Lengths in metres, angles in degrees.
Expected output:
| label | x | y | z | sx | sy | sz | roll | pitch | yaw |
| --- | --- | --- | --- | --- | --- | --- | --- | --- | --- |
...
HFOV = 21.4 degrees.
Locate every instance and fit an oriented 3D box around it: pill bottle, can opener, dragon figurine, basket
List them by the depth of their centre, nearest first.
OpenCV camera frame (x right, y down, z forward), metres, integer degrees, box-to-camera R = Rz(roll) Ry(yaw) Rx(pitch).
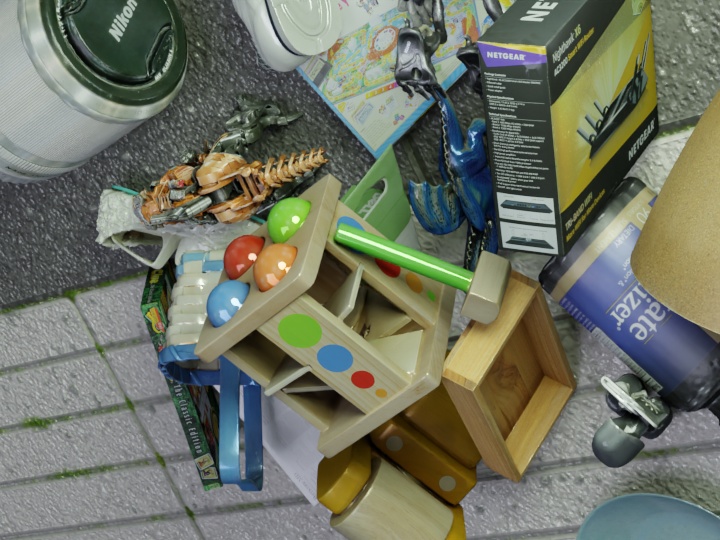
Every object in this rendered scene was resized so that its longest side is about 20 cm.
| label | x | y | z | sx | sy | sz | roll | pitch | yaw |
| --- | --- | --- | --- | --- | --- | --- | --- | --- | --- |
| pill bottle | 0.240 | 0.034 | 1.426 | 0.200 | 0.112 | 0.112 | 42 | 136 | 7 |
| can opener | 0.202 | 0.116 | 1.461 | 0.053 | 0.200 | 0.067 | 41 | 92 | 13 |
| dragon figurine | 0.078 | -0.064 | 1.479 | 0.059 | 0.100 | 0.200 | -3 | 135 | 37 |
| basket | -0.102 | 0.086 | 1.629 | 0.139 | 0.176 | 0.201 | 2 | 82 | 2 |

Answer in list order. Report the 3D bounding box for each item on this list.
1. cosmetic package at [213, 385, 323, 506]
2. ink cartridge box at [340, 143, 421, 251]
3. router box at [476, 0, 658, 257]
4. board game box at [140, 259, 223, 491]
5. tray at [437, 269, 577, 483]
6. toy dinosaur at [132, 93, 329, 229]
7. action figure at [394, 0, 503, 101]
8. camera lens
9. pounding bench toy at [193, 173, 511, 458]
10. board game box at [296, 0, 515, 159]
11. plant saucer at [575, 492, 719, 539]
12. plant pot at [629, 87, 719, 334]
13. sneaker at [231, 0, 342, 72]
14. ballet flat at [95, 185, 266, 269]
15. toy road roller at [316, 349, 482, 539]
| label | x | y | z | sx | sy | sz | roll | pitch | yaw |
| --- | --- | --- | --- | --- | --- | --- | --- | --- | --- |
| cosmetic package | -0.072 | 0.111 | 1.749 | 0.082 | 0.051 | 0.200 | -39 | 91 | 13 |
| ink cartridge box | 0.000 | 0.000 | 1.574 | 0.059 | 0.104 | 0.200 | 13 | 137 | 32 |
| router box | 0.149 | -0.126 | 1.325 | 0.052 | 0.200 | 0.158 | 7 | 124 | 27 |
| board game box | -0.165 | 0.098 | 1.801 | 0.023 | 0.105 | 0.201 | -15 | 114 | 3 |
| tray | 0.118 | 0.086 | 1.502 | 0.037 | 0.099 | 0.200 | 26 | 163 | 24 |
| toy dinosaur | -0.103 | -0.073 | 1.607 | 0.199 | 0.136 | 0.102 | 12 | 125 | 32 |
| action figure | 0.077 | -0.205 | 1.362 | 0.118 | 0.201 | 0.102 | 0 | 145 | 17 |
| camera lens | -0.258 | -0.176 | 1.640 | 0.200 | 0.160 | 0.160 | -27 | 100 | 45 |
| pounding bench toy | -0.005 | 0.011 | 1.423 | 0.156 | 0.124 | 0.200 | 39 | 127 | -20 |
| board game box | 0.028 | -0.194 | 1.494 | 0.135 | 0.034 | 0.200 | 48 | 136 | 1 |
| plant saucer | 0.277 | 0.263 | 1.606 | 0.200 | 0.039 | 0.202 | 20 | 128 | 27 |
| plant pot | 0.299 | -0.071 | 1.282 | 0.186 | 0.186 | 0.201 | 25 | 116 | 23 |
| sneaker | -0.082 | -0.255 | 1.493 | 0.080 | 0.076 | 0.201 | -17 | 86 | 59 |
| ballet flat | -0.163 | -0.028 | 1.730 | 0.200 | 0.072 | 0.072 | 13 | 126 | 37 |
| toy road roller | 0.051 | 0.154 | 1.606 | 0.123 | 0.200 | 0.146 | 37 | 106 | -10 |
